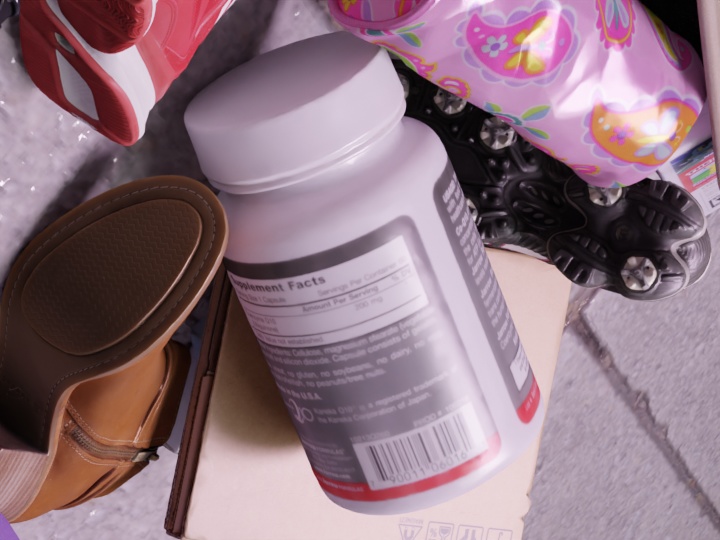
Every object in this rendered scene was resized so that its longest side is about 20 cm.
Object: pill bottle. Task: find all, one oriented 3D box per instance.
[{"bbox_3d":[0.000,0.000,1.289,0.114,0.114,0.200,-38,116,-35],"label":"pill bottle"}]

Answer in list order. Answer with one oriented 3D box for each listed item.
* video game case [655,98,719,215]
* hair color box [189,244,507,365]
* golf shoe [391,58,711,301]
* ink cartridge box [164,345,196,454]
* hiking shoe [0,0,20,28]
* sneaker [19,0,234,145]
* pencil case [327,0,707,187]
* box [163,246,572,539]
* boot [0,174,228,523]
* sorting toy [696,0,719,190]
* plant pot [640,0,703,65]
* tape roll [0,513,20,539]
[{"bbox_3d":[0.236,-0.096,1.412,0.200,0.023,0.182,-31,167,6],"label":"video game case"},{"bbox_3d":[0.012,0.026,1.453,0.200,0.061,0.099,-33,143,-23],"label":"hair color box"},{"bbox_3d":[0.080,-0.039,1.400,0.077,0.200,0.088,-62,164,4],"label":"golf shoe"},{"bbox_3d":[-0.031,0.014,1.490,0.200,0.037,0.095,-51,160,6],"label":"ink cartridge box"},{"bbox_3d":[-0.154,-0.081,0.982,0.101,0.076,0.200,-29,150,-41],"label":"hiking shoe"},{"bbox_3d":[-0.081,-0.137,1.080,0.116,0.078,0.200,-54,175,-20],"label":"sneaker"},{"bbox_3d":[0.069,-0.108,1.261,0.200,0.087,0.088,27,102,-43],"label":"pencil case"},{"bbox_3d":[0.009,0.060,1.386,0.200,0.021,0.164,9,93,-33],"label":"box"},{"bbox_3d":[-0.106,0.040,1.299,0.200,0.077,0.155,-53,159,12],"label":"boot"},{"bbox_3d":[0.254,-0.103,1.272,0.199,0.037,0.185,-10,142,5],"label":"sorting toy"},{"bbox_3d":[0.176,-0.177,1.407,0.177,0.200,0.199,-46,163,16],"label":"plant pot"},{"bbox_3d":[-0.219,0.196,1.245,0.200,0.085,0.200,-32,159,-14],"label":"tape roll"}]
